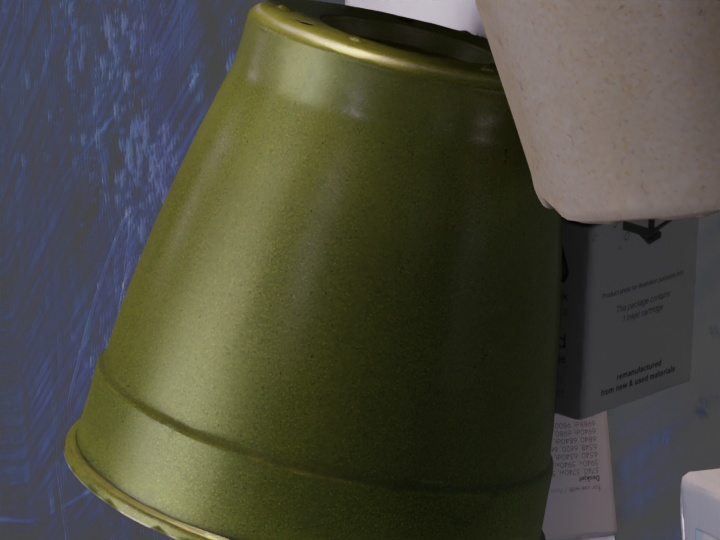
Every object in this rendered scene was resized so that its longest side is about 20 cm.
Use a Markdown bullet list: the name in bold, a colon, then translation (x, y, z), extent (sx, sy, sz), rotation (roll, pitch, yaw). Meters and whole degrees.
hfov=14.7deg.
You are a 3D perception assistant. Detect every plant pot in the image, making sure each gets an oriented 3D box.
- **plant pot**: translation (0.112, -0.120, 0.992), extent (0.200, 0.199, 0.185), rotation (-158, 55, -73)
- **plant pot**: translation (0.000, 0.000, 1.109), extent (0.200, 0.199, 0.194), rotation (-135, 57, -67)

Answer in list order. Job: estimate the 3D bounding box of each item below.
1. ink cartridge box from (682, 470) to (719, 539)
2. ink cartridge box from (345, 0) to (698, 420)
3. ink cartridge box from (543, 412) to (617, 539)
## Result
- **ink cartridge box**: translation (0.193, 0.081, 0.720), extent (0.200, 0.159, 0.048), rotation (-165, 71, -73)
- **ink cartridge box**: translation (0.068, -0.054, 1.204), extent (0.145, 0.084, 0.202), rotation (13, 110, 41)
- **ink cartridge box**: translation (0.070, 0.073, 1.352), extent (0.116, 0.067, 0.202), rotation (158, 108, -74)
